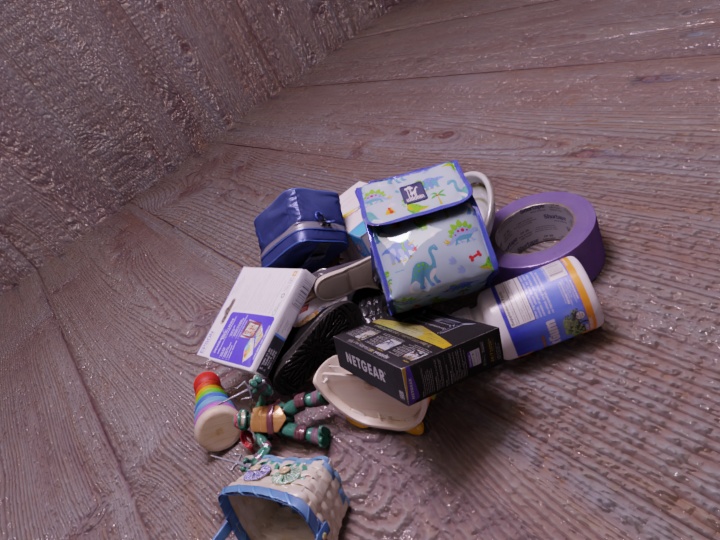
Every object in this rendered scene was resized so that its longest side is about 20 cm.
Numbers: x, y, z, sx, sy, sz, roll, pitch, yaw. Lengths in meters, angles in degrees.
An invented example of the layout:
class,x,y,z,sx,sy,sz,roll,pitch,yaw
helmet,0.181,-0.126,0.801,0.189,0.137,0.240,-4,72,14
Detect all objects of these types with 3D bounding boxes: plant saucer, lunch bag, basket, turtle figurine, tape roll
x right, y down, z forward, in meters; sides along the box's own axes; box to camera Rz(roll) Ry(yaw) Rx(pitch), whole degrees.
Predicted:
class,x,y,z,sx,sy,sz,roll,pitch,yaw
plant saucer,0.178,-0.071,0.950,0.200,0.050,0.202,-49,30,40
lunch bag,-0.112,-0.065,1.068,0.199,0.135,0.134,-31,65,48
basket,-0.118,0.340,0.705,0.175,0.140,0.200,-10,28,28
turtle figurine,-0.149,0.243,0.890,0.198,0.152,0.101,-8,-4,13
lunch bag,0.094,-0.057,0.813,0.168,0.128,0.202,-15,73,1
tape roll,0.307,-0.042,0.933,0.198,0.085,0.201,-22,33,15

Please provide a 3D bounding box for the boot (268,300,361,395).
class,x,y,z,sx,sy,sz,roll,pitch,yaw
boot,-0.111,0.113,0.994,0.211,0.080,0.158,-41,32,-11

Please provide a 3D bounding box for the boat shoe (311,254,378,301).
class,x,y,z,sx,sy,sz,roll,pitch,yaw
boat shoe,0.000,0.000,1.013,0.198,0.073,0.063,-16,28,-18

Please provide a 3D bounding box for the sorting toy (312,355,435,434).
class,x,y,z,sx,sy,sz,roll,pitch,yaw
sorting toy,0.061,0.154,0.864,0.198,0.108,0.180,-3,34,35

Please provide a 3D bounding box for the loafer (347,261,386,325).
class,x,y,z,sx,sy,sz,roll,pitch,yaw
loafer,0.016,0.066,1.047,0.067,0.071,0.201,-12,46,-15

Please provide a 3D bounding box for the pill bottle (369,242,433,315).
class,x,y,z,sx,sy,sz,roll,pitch,yaw
pill bottle,0.072,-0.030,0.931,0.111,0.112,0.202,-15,65,24

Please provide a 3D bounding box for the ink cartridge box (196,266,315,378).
class,x,y,z,sx,sy,sz,roll,pitch,yaw
ink cartridge box,-0.193,0.086,0.990,0.199,0.043,0.200,3,61,46

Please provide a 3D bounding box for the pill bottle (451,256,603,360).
class,x,y,z,sx,sy,sz,roll,pitch,yaw
pill bottle,0.243,0.066,0.811,0.198,0.113,0.113,-24,32,12

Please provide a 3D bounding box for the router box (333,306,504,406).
class,x,y,z,sx,sy,sz,roll,pitch,yaw
router box,0.074,0.109,0.759,0.156,0.053,0.199,-17,13,-24

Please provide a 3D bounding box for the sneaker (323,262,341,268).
class,x,y,z,sx,sy,sz,roll,pitch,yaw
sneaker,-0.138,-0.026,1.252,0.198,0.116,0.081,-34,31,-6

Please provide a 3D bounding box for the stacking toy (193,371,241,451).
class,x,y,z,sx,sy,sz,roll,pitch,yaw
stacking toy,-0.284,0.253,1.031,0.085,0.086,0.200,-37,27,-11

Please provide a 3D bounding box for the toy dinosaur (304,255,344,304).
class,x,y,z,sx,sy,sz,roll,pitch,yaw
toy dinosaur,-0.066,0.026,1.139,0.107,0.060,0.200,-55,-4,19

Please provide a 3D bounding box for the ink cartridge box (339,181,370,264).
class,x,y,z,sx,sy,sz,roll,pitch,yaw
ink cartridge box,0.028,-0.079,1.157,0.144,0.148,0.199,-40,34,-16

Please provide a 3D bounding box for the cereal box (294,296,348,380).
class,x,y,z,sx,sy,sz,roll,pitch,yaw
cereal box,-0.086,0.127,1.068,0.143,0.040,0.201,-21,34,17
